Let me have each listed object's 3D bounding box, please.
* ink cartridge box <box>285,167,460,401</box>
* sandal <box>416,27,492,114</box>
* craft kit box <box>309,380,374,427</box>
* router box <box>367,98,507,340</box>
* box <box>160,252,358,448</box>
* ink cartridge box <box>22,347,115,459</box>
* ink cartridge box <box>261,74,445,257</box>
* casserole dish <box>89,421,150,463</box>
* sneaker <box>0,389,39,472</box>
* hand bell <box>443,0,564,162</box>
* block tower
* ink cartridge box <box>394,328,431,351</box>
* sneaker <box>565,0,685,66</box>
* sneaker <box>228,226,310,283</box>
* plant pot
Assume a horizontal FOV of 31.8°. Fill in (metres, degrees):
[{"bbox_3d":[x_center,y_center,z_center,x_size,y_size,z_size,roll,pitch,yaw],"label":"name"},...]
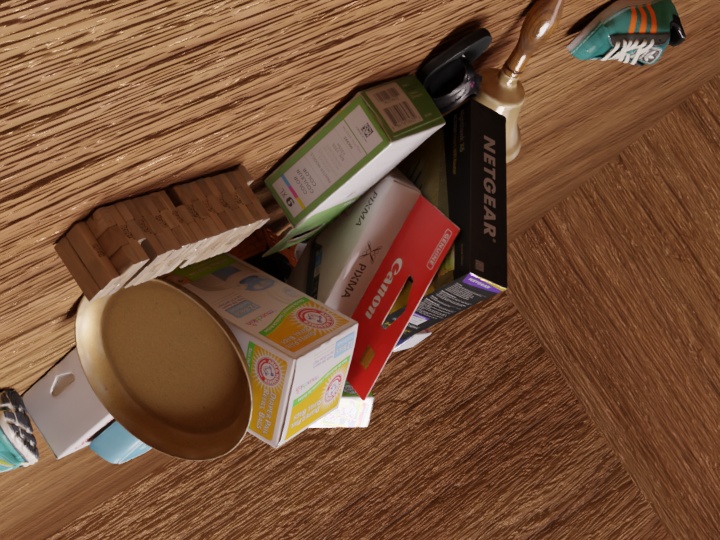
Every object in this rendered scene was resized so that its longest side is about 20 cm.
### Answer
[{"bbox_3d":[0.000,0.000,1.272,0.044,0.176,0.201,21,105,-32],"label":"ink cartridge box"},{"bbox_3d":[0.085,-0.176,1.248,0.075,0.048,0.200,-31,173,-25],"label":"sandal"},{"bbox_3d":[-0.104,0.093,1.350,0.198,0.198,0.049,2,118,-16],"label":"craft kit box"},{"bbox_3d":[0.077,-0.050,1.278,0.052,0.202,0.157,22,146,-32],"label":"router box"},{"bbox_3d":[-0.117,0.069,1.235,0.112,0.199,0.102,-25,136,-52],"label":"box"},{"bbox_3d":[-0.267,0.121,1.457,0.145,0.084,0.200,-39,172,31],"label":"ink cartridge box"},{"bbox_3d":[-0.022,-0.099,1.213,0.200,0.060,0.104,-40,173,36],"label":"ink cartridge box"},{"bbox_3d":[-0.219,0.157,1.427,0.200,0.039,0.121,-40,172,17],"label":"casserole dish"},{"bbox_3d":[-0.395,0.188,1.374,0.079,0.078,0.200,-17,165,-20],"label":"sneaker"},{"bbox_3d":[0.161,-0.212,1.302,0.104,0.104,0.201,-29,160,-38],"label":"hand bell"},{"bbox_3d":[-0.156,-0.033,1.044,0.054,0.058,0.199,-38,174,35],"label":"block tower"},{"bbox_3d":[0.016,0.003,1.528,0.043,0.197,0.200,-33,174,8],"label":"ink cartridge box"},{"bbox_3d":[0.333,-0.286,1.541,0.199,0.080,0.071,-29,172,-37],"label":"sneaker"},{"bbox_3d":[-0.118,-0.001,1.404,0.091,0.076,0.200,-25,172,22],"label":"sneaker"},{"bbox_3d":[-0.180,0.087,1.180,0.200,0.200,0.027,-40,-177,41],"label":"plant pot"}]
